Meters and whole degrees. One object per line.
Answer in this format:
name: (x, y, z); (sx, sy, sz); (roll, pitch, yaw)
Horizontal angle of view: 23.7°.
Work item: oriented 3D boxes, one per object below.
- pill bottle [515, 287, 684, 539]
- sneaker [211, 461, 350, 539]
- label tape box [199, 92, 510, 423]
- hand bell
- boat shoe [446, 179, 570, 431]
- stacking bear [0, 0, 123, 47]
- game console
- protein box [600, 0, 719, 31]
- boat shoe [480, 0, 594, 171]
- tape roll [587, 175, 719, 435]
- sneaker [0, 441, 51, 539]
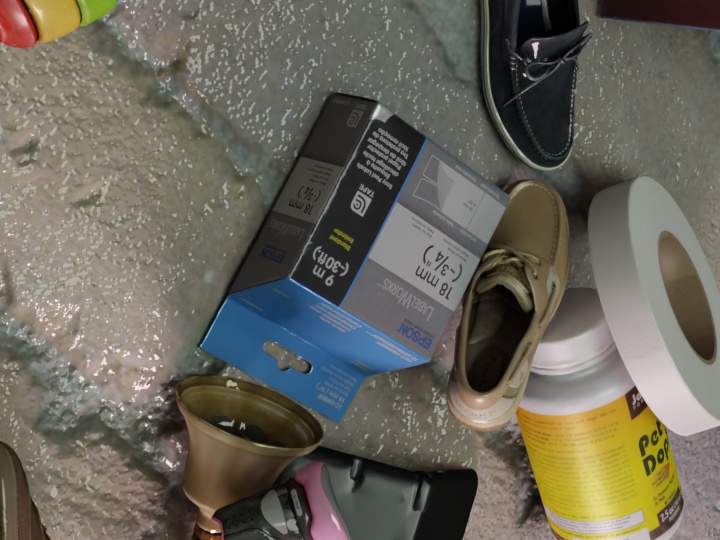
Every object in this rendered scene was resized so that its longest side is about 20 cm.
pill bottle: (0.178, 0.118, 1.322); (0.109, 0.109, 0.201); (-32, 119, -25)
sneaker: (-0.059, 0.196, 1.122); (0.095, 0.079, 0.200); (-17, 146, -13)
label tape box: (0.000, 0.000, 1.192); (0.144, 0.063, 0.200); (32, 83, -36)
hand bell: (-0.106, 0.183, 1.166); (0.104, 0.104, 0.201); (8, 110, -37)
boat shoe: (0.110, 0.015, 1.235); (0.065, 0.071, 0.201); (85, 17, -64)
stacking bear: (-0.195, -0.178, 0.983); (0.200, 0.114, 0.122); (-41, 122, -15)
game console: (-0.010, 0.232, 1.274); (0.175, 0.116, 0.201); (16, 92, -7)
protein box: (0.321, -0.241, 1.275); (0.198, 0.200, 0.135); (-3, 103, -35)
boat shoe: (0.129, -0.164, 1.245); (0.074, 0.062, 0.201); (-23, 116, -31)
tape roll: (0.234, 0.027, 1.310); (0.203, 0.037, 0.203); (44, 34, -41)
sneaker: (-0.224, 0.196, 1.092); (0.075, 0.070, 0.201); (-16, 115, -52)
